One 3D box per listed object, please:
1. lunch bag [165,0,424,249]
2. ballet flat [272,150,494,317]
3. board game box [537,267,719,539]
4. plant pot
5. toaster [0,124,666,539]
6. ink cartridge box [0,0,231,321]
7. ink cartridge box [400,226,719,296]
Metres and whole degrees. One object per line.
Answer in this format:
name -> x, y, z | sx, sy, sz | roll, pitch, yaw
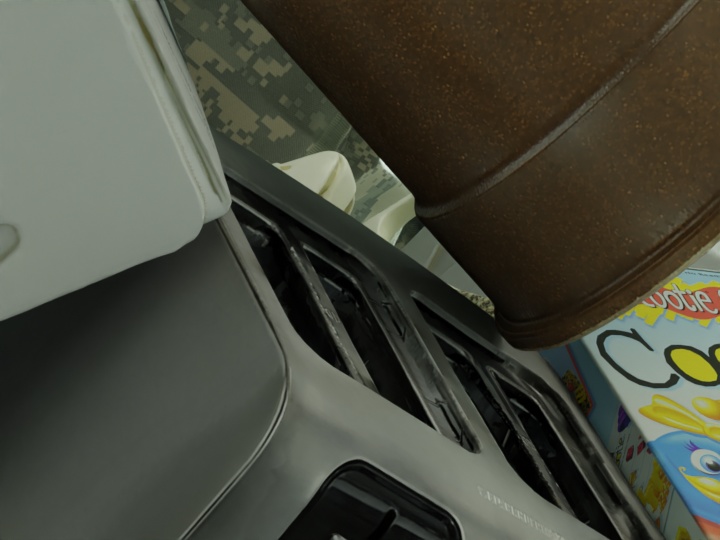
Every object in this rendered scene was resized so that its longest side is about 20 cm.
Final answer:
lunch bag -> -0.034, -0.080, 1.205 | 0.164, 0.118, 0.200 | 41, 5, 21
ballet flat -> 0.000, 0.000, 1.006 | 0.200, 0.075, 0.068 | 26, -11, 28
board game box -> 0.113, 0.092, 0.864 | 0.103, 0.105, 0.200 | 5, 31, -23
plant pot -> 0.042, -0.115, 0.811 | 0.198, 0.200, 0.200 | 43, 13, -9
toaster -> -0.014, 0.068, 0.782 | 0.181, 0.119, 0.200 | 35, 15, -33
ink cartridge box -> -0.128, -0.062, 0.766 | 0.200, 0.146, 0.084 | -115, -179, -61
ink cartridge box -> 0.109, 0.034, 1.189 | 0.200, 0.145, 0.088 | 31, 18, -44
